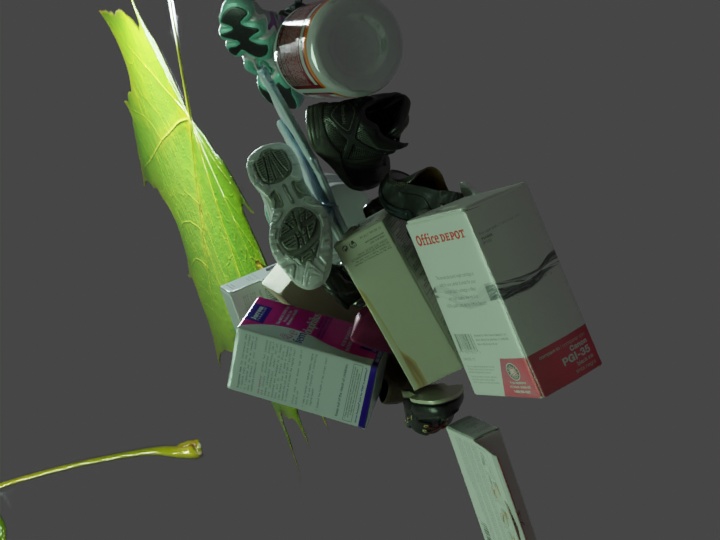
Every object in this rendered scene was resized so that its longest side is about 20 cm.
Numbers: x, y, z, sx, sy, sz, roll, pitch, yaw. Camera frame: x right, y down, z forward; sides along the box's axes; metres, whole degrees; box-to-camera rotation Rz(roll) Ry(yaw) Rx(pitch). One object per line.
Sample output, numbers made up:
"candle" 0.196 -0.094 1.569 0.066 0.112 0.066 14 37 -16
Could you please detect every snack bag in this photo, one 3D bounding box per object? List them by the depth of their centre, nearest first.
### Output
"snack bag" -0.068 -0.132 1.531 0.189 0.021 0.200 61 177 36

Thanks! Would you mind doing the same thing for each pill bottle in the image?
"pill bottle" -0.035 -0.257 1.435 0.200 0.112 0.114 20 130 68
"pill bottle" -0.057 -0.083 1.735 0.200 0.112 0.114 21 132 68

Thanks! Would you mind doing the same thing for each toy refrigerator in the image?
"toy refrigerator" -0.046 0.056 1.788 0.200 0.076 0.070 44 170 -33

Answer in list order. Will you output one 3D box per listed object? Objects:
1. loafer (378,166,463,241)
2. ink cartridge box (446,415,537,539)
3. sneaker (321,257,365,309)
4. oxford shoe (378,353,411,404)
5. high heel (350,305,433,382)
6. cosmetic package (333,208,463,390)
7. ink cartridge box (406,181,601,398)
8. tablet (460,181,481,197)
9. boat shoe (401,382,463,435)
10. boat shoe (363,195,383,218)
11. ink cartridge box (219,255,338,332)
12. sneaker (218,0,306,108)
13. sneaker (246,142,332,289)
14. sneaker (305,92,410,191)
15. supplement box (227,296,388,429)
"loafer" 0.076 -0.084 1.414 0.200 0.072 0.073 50 126 59
"ink cartridge box" 0.186 0.297 1.565 0.201 0.044 0.176 71 165 -10
"sneaker" 0.000 0.000 1.601 0.074 0.088 0.200 49 -169 13
"oxford shoe" 0.034 0.104 1.742 0.073 0.084 0.201 -142 35 -63
"high heel" 0.042 0.109 1.639 0.067 0.096 0.201 22 152 42
"cosmetic package" 0.054 0.030 1.475 0.201 0.071 0.105 61 -162 -6
"ink cartridge box" 0.142 0.021 1.250 0.201 0.082 0.146 67 159 -6
"tablet" 0.153 0.011 1.359 0.130 0.014 0.201 46 154 52
"boat shoe" 0.099 0.185 1.643 0.201 0.073 0.064 148 111 -81
"boat shoe" 0.057 -0.003 1.556 0.201 0.064 0.073 68 162 -5
"ink cartridge box" -0.094 0.058 1.886 0.146 0.199 0.084 71 166 -13
"sneaker" -0.107 -0.319 1.584 0.077 0.141 0.200 12 155 24
"sneaker" -0.072 -0.055 1.483 0.100 0.077 0.201 65 -174 -59
"sneaker" 0.020 -0.152 1.469 0.199 0.113 0.077 41 -136 -64
"supplement box" -0.069 0.124 1.687 0.101 0.198 0.104 -63 -14 -63
